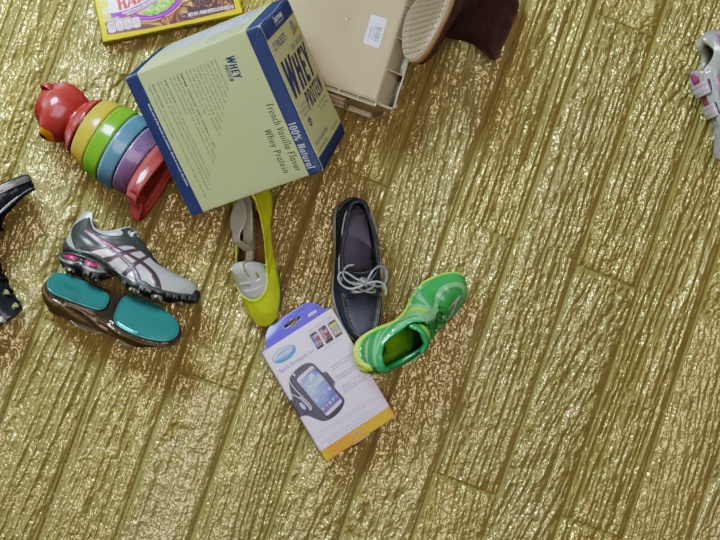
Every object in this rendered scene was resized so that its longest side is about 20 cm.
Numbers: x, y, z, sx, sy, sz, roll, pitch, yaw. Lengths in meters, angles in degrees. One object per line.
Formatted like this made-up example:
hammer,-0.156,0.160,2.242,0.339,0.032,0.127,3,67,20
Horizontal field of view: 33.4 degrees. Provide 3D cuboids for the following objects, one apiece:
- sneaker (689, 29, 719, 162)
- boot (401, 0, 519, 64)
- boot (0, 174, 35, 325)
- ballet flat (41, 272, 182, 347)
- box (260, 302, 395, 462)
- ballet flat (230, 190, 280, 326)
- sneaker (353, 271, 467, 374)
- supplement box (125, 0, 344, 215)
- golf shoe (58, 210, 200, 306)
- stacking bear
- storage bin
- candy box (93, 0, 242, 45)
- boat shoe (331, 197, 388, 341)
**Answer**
sneaker,0.515,-0.255,1.732,0.087,0.081,0.204,5,81,-6
boot,0.145,-0.334,1.640,0.166,0.072,0.203,37,69,-42
boot,-0.486,-0.016,1.598,0.202,0.073,0.155,-36,97,-2
ballet flat,-0.336,0.066,1.617,0.197,0.073,0.068,19,50,-3
box,-0.051,0.148,1.669,0.118,0.041,0.202,-31,91,-7
ballet flat,-0.151,-0.024,1.638,0.066,0.067,0.204,-4,88,27
sneaker,0.082,0.081,1.650,0.199,0.083,0.075,-40,118,-19
supplement box,-0.157,-0.211,1.548,0.197,0.135,0.202,-17,112,20
golf shoe,-0.304,-0.012,1.620,0.197,0.077,0.089,20,80,-7
stacking bear,-0.348,-0.176,1.601,0.199,0.122,0.114,34,73,2
storage bin,-0.024,-0.337,1.650,0.196,0.094,0.203,18,87,-8
candy box,-0.268,-0.381,1.652,0.197,0.026,0.104,-14,88,-8
boat shoe,0.000,0.000,1.664,0.074,0.062,0.204,-1,91,-13
